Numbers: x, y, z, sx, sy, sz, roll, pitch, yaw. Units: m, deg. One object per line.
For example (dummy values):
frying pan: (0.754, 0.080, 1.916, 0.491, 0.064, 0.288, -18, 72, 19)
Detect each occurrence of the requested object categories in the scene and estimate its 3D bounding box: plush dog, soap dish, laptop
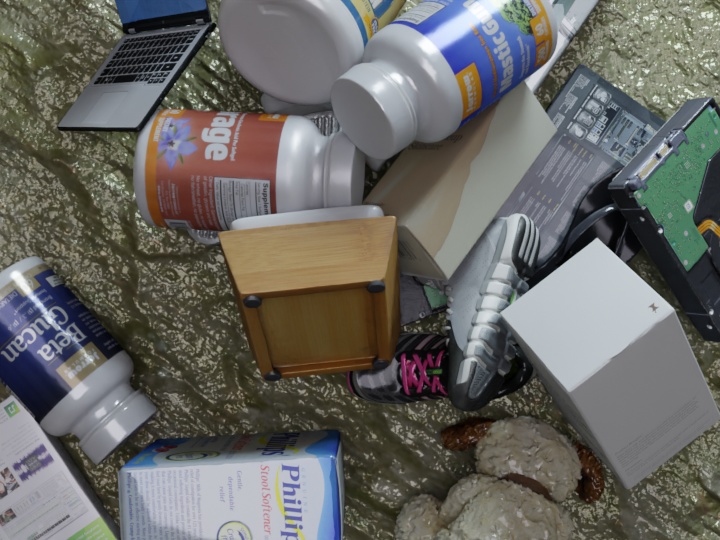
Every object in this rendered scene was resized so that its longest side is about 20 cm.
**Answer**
plush dog: (0.151, 0.225, 1.166, 0.199, 0.161, 0.172, 20, 66, 1)
soap dish: (-0.040, 0.027, 1.095, 0.157, 0.200, 0.081, -6, 58, 0)
laptop: (-0.235, -0.245, 1.121, 0.116, 0.187, 0.200, 42, 71, -32)

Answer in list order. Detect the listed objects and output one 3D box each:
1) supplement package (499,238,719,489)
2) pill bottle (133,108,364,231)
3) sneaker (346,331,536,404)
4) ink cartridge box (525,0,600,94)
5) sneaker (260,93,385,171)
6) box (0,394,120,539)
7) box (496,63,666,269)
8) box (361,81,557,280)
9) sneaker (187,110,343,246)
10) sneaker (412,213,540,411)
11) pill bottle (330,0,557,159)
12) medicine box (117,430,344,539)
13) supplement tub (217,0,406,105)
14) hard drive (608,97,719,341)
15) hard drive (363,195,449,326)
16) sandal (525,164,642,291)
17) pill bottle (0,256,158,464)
supplement package: (0.240, 0.091, 1.116, 0.121, 0.200, 0.120, -37, 46, 0)
pill bottle: (-0.100, -0.091, 1.093, 0.199, 0.112, 0.113, 3, 89, 7)
sneaker: (0.085, 0.098, 1.183, 0.199, 0.087, 0.074, -4, 90, 0)
ink cartridge box: (0.163, -0.283, 1.189, 0.146, 0.084, 0.200, 34, 90, 1)
sneaker: (-0.003, -0.151, 1.194, 0.199, 0.078, 0.100, 1, 94, 2)
box: (-0.352, 0.244, 1.210, 0.144, 0.036, 0.200, -34, 88, 0)
box: (0.230, -0.085, 1.203, 0.157, 0.051, 0.200, 34, 89, 1)
box: (0.091, -0.092, 1.135, 0.078, 0.095, 0.200, 50, 65, -30)
sneaker: (-0.083, -0.093, 1.185, 0.200, 0.079, 0.079, -30, 84, 8)
sneaker: (0.095, 0.036, 1.142, 0.115, 0.075, 0.201, 8, 69, 33)
pill bottle: (0.073, -0.184, 1.052, 0.200, 0.112, 0.112, -38, 89, -25)
medicine box: (-0.116, 0.220, 1.135, 0.199, 0.182, 0.103, -4, 90, 0)
supplement tub: (-0.033, -0.270, 1.123, 0.144, 0.145, 0.200, 28, 53, 0)
hard drive: (0.340, -0.048, 1.153, 0.140, 0.038, 0.200, -45, 112, -20)
hard drive: (0.000, 0.000, 1.210, 0.199, 0.038, 0.140, -21, 90, 1)
sandal: (0.225, -0.015, 1.155, 0.076, 0.043, 0.200, 38, 89, -1)
pill bottle: (-0.298, 0.093, 1.173, 0.111, 0.111, 0.200, -43, 90, 0)
